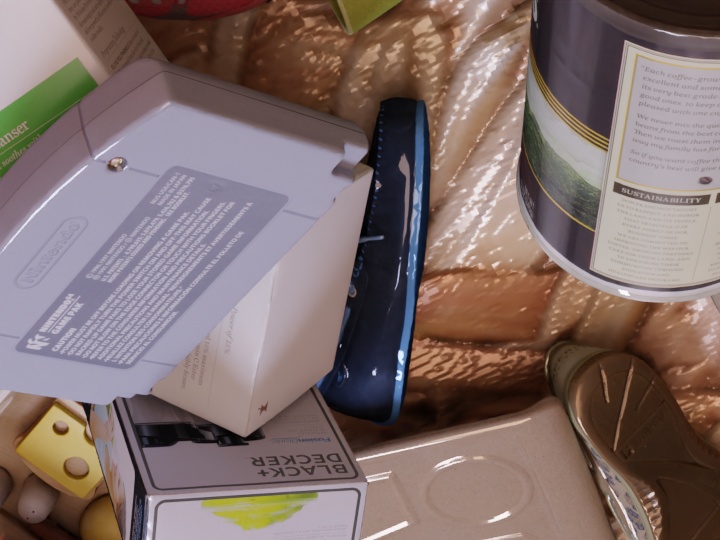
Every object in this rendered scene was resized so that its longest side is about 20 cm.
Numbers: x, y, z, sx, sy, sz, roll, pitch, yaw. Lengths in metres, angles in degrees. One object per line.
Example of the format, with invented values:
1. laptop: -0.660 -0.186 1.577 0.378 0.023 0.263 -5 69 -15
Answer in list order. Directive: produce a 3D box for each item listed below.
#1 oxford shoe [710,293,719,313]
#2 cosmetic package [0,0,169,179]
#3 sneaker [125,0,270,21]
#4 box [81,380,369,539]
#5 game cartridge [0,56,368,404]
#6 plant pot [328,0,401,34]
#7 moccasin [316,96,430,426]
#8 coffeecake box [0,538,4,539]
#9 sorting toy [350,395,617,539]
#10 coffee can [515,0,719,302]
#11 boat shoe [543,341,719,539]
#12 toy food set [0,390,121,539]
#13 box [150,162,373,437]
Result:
1. oxford shoe: 0.235 0.021 0.926 0.070 0.075 0.201 -30 109 17
2. cosmetic package: -0.180 -0.121 0.752 0.107 0.085 0.200 -32 109 17
3. sneaker: -0.133 -0.155 0.862 0.198 0.087 0.074 4 117 2
4. box: -0.079 0.086 0.896 0.116 0.200 0.061 0 117 -18
5. game cartridge: -0.104 -0.012 0.749 0.133 0.041 0.200 10 136 -44
6. plant pot: 0.043 -0.238 0.777 0.199 0.187 0.188 -26 112 1
7. moccasin: 0.000 0.000 0.931 0.068 0.081 0.202 9 115 5
8. coffeecake box: -0.172 0.259 1.024 0.199 0.073 0.154 30 146 -6
9. sorting toy: 0.044 0.154 1.001 0.198 0.037 0.186 -17 133 10
10. coffee can: 0.150 -0.099 0.792 0.145 0.147 0.201 2 146 3
11. boat shoe: 0.177 0.120 0.992 0.073 0.063 0.201 -37 112 -10
12. toy food set: -0.156 0.149 1.021 0.200 0.061 0.144 38 112 -14
13. box: -0.110 -0.019 0.881 0.199 0.097 0.125 22 117 20
